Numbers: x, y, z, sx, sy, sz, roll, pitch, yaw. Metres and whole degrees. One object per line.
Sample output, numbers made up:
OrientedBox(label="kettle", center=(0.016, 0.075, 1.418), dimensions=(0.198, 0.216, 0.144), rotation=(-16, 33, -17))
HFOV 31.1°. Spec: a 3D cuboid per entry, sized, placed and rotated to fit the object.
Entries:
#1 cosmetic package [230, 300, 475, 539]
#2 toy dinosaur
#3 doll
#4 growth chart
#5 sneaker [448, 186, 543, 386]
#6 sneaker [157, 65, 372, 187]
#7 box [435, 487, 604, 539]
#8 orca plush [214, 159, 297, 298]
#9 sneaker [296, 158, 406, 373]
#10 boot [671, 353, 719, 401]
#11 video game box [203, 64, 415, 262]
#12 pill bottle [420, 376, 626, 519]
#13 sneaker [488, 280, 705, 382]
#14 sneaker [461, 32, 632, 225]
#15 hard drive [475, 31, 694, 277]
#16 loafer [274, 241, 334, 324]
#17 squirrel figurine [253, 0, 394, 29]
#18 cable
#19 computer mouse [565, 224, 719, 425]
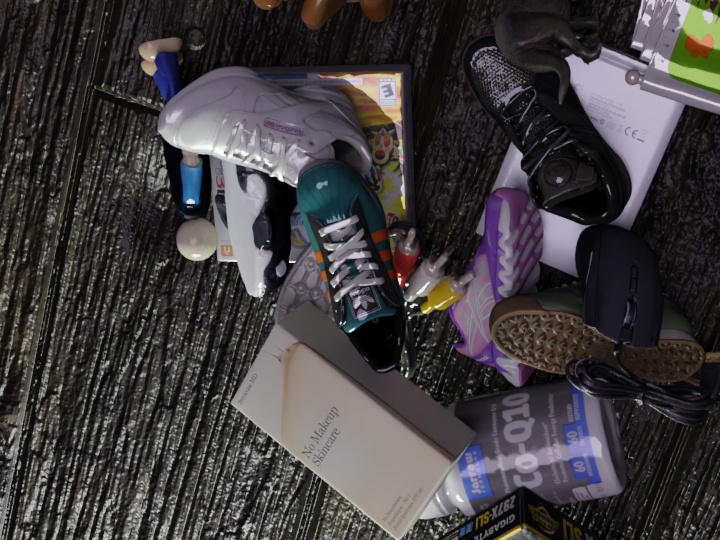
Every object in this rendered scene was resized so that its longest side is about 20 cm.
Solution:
OrientedBox(label="cosmetic package", center=(-0.007, 0.134, 1.169), dimensions=(0.199, 0.073, 0.104), rotation=(36, 117, 11))
OrientedBox(label="toy dinosaur", center=(0.154, -0.208, 1.102), dimensions=(0.100, 0.077, 0.203), rotation=(0, 62, 9))
OrientedBox(label="doll", center=(-0.166, -0.109, 1.217), dimensions=(0.048, 0.137, 0.203), rotation=(-12, 81, -8))
OrientedBox(label="growth chart", center=(0.304, -0.234, 1.103), dimensions=(0.142, 0.018, 0.203), rotation=(10, 99, 10))
OrientedBox(label="sneaker", center=(0.118, 0.013, 1.188), dimensions=(0.087, 0.081, 0.203), rotation=(15, 130, 27))
OrientedBox(label="sneaker", center=(-0.074, -0.118, 1.103), dimensions=(0.100, 0.197, 0.075), rotation=(60, 138, 36))
OrientedBox(label="box", center=(0.166, 0.301, 1.231), dimensions=(0.199, 0.050, 0.159), rotation=(35, 125, -25))
OrientedBox(label="orca plush", center=(-0.091, -0.081, 1.204), dimensions=(0.070, 0.105, 0.203), rotation=(-18, 92, -26))
OrientedBox(label="sneaker", center=(0.000, 0.000, 1.109), dimensions=(0.070, 0.080, 0.202), rotation=(-19, 124, 6))
OrientedBox(label="boot", center=(0.360, 0.078, 1.178), dimensions=(0.197, 0.075, 0.098), rotation=(17, 85, 19))
OrientedBox(label="video game box", center=(-0.047, -0.099, 1.230), dimensions=(0.197, 0.047, 0.185), rotation=(1, 109, 14))
OrientedBox(label="pill bottle", center=(0.142, 0.171, 1.222), dimensions=(0.197, 0.114, 0.115), rotation=(-14, 102, 17))
OrientedBox(label="sneaker", center=(0.204, 0.042, 1.154), dimensions=(0.197, 0.091, 0.068), rotation=(10, 128, -12))
OrientedBox(label="sneaker", center=(0.158, -0.120, 1.108), dimensions=(0.076, 0.114, 0.200), rotation=(-36, 92, 19))
OrientedBox(label="hard drive", center=(0.201, -0.101, 1.175), dimensions=(0.130, 0.025, 0.202), rotation=(23, 110, 7))
OrientedBox(label="loafer", center=(-0.050, 0.050, 1.249), dimensions=(0.069, 0.070, 0.202), rotation=(18, 119, -1))
OrientedBox(label="squirrel figurine", center=(-0.054, -0.329, 1.123), dimensions=(0.185, 0.141, 0.202), rotation=(32, 123, 19))
OrientedBox(label="cable", center=(0.036, 0.033, 1.209), dimensions=(0.097, 0.050, 0.201), rotation=(38, 134, 10))
OrientedBox(label="computer mouse", center=(0.249, 0.035, 1.093), dimensions=(0.138, 0.202, 0.046), rotation=(20, 135, -6))
